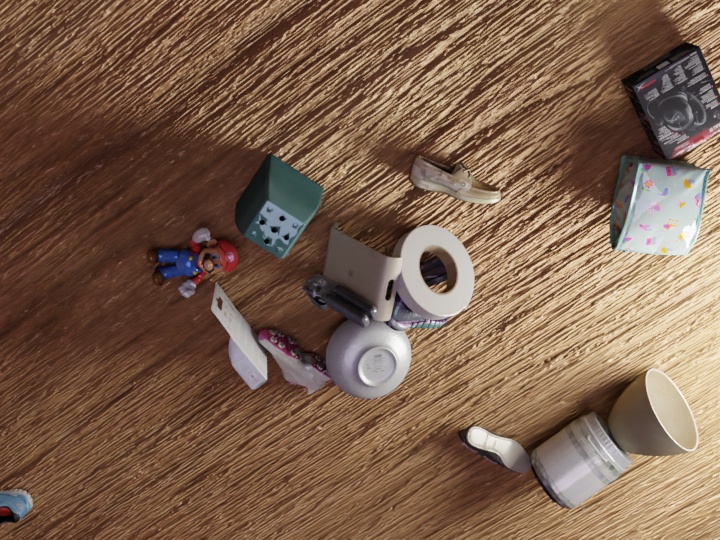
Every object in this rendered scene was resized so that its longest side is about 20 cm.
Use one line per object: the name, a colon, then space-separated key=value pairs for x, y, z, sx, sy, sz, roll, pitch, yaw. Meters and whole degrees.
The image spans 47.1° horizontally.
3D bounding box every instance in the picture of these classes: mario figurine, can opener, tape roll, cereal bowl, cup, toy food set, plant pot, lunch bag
mario figurine: x=-0.356 y=-0.017 z=1.754 sx=0.198 sy=0.107 sz=0.124 roll=-9 pitch=148 yaw=9
can opener: x=-0.044 y=0.069 z=1.742 sx=0.053 sy=0.199 sz=0.067 roll=-42 pitch=141 yaw=-23
tape roll: x=0.155 y=0.004 z=1.751 sx=0.202 sy=0.204 sz=0.037 roll=39 pitch=146 yaw=-17
cereal bowl: x=0.025 y=0.201 z=1.850 sx=0.198 sy=0.083 sz=0.202 roll=-5 pitch=109 yaw=-16
cup: x=0.664 y=0.350 z=1.923 sx=0.200 sy=0.201 sz=0.143 roll=42 pitch=126 yaw=-17
toy food set: x=0.000 y=0.000 z=1.749 sx=0.060 sy=0.199 sz=0.145 roll=-13 pitch=124 yaw=-45
plant pot: x=-0.169 y=-0.118 z=1.672 sx=0.141 sy=0.200 sz=0.142 roll=32 pitch=108 yaw=-14
lunch bag: x=0.623 y=-0.131 z=1.743 sx=0.168 sy=0.122 sz=0.202 roll=4 pitch=107 yaw=-5

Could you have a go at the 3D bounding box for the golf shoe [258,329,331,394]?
golf shoe: x=-0.160 y=0.212 z=1.881 sx=0.199 sy=0.075 sz=0.092 roll=36 pitch=110 yaw=-14

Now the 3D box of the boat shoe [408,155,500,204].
boat shoe: x=0.203 y=-0.191 z=1.728 sx=0.198 sy=0.072 sz=0.066 roll=15 pitch=113 yaw=-2

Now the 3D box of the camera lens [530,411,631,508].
camera lens: x=0.516 y=0.452 z=1.960 sx=0.200 sy=0.160 sz=0.160 roll=-39 pitch=109 yaw=13

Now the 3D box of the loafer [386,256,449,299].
loafer: x=0.103 y=0.017 z=1.819 sx=0.198 sy=0.072 sz=0.064 roll=-17 pitch=94 yaw=-2

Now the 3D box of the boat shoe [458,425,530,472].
boat shoe: x=0.325 y=0.430 z=2.008 sx=0.199 sy=0.057 sz=0.067 roll=31 pitch=73 yaw=-18

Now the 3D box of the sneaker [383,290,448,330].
sneaker: x=0.136 y=0.075 z=1.787 sx=0.199 sy=0.074 sz=0.088 roll=-7 pitch=126 yaw=-46

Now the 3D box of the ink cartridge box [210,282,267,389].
ink cartridge box: x=-0.275 y=0.141 z=1.797 sx=0.057 sy=0.163 sz=0.200 roll=-36 pitch=110 yaw=8

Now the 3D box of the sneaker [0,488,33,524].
sneaker: x=-0.901 y=0.570 z=1.989 sx=0.198 sy=0.090 sz=0.079 roll=0 pitch=113 yaw=-2

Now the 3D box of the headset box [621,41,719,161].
headset box: x=0.646 y=-0.334 z=1.681 sx=0.148 sy=0.077 sz=0.201 roll=-30 pitch=112 yaw=11
